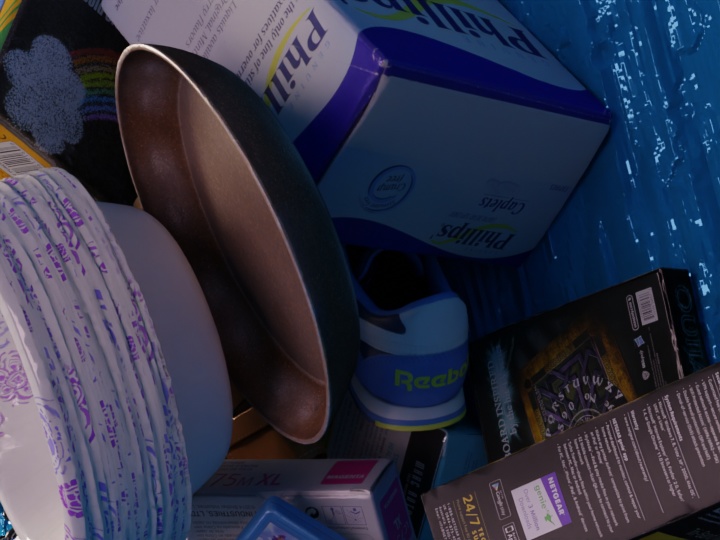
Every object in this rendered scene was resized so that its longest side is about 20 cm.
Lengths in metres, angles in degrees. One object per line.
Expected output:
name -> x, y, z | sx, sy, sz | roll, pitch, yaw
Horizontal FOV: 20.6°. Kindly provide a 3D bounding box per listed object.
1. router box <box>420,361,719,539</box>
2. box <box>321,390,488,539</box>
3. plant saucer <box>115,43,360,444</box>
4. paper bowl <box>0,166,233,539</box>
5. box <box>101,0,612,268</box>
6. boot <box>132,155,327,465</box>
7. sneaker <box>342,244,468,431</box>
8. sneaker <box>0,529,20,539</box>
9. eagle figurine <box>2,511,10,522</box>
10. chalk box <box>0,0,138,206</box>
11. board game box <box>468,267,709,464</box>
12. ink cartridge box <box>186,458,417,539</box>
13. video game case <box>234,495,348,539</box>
router box -> 0.141, 0.096, 0.829 | 0.157, 0.200, 0.052 | -26, 68, 22
box -> -0.013, 0.095, 1.113 | 0.200, 0.049, 0.083 | 24, 103, 44
plant saucer -> -0.053, -0.017, 0.919 | 0.201, 0.034, 0.201 | 53, 158, 32
paper bowl -> -0.133, 0.047, 0.979 | 0.201, 0.104, 0.201 | 51, 150, 44
box -> -0.002, -0.108, 1.027 | 0.200, 0.183, 0.105 | 51, 119, 34
boot -> -0.067, 0.036, 1.055 | 0.156, 0.076, 0.200 | 61, 146, 24
sneaker -> 0.000, 0.000, 1.071 | 0.200, 0.074, 0.083 | 46, 142, 42
sneaker -> -0.190, 0.173, 1.109 | 0.199, 0.078, 0.089 | 30, 96, 25
eagle figurine -> -0.156, 0.207, 1.215 | 0.152, 0.151, 0.200 | -38, 15, -9
chalk box -> -0.173, -0.136, 1.099 | 0.123, 0.125, 0.201 | -4, 57, 40
board game box -> 0.125, 0.114, 0.987 | 0.135, 0.028, 0.201 | -22, 71, 42
ink cartridge box -> -0.016, 0.192, 1.050 | 0.119, 0.042, 0.201 | -3, 114, 27
video game case -> -0.042, 0.223, 1.016 | 0.200, 0.143, 0.018 | -52, 12, 22
